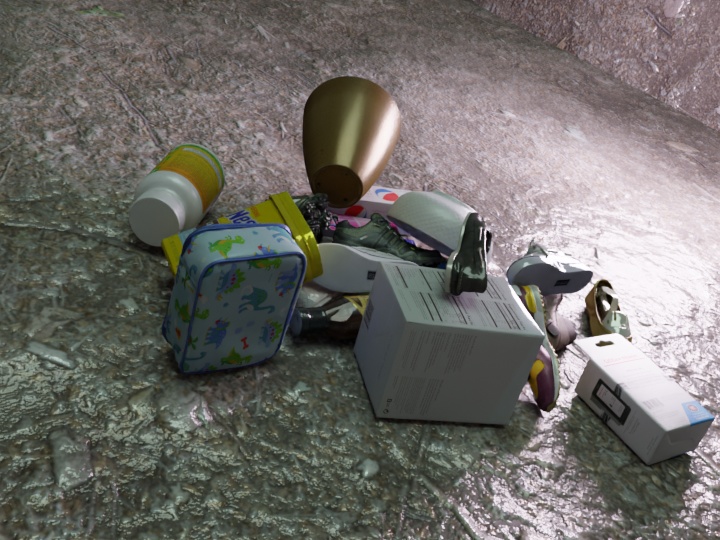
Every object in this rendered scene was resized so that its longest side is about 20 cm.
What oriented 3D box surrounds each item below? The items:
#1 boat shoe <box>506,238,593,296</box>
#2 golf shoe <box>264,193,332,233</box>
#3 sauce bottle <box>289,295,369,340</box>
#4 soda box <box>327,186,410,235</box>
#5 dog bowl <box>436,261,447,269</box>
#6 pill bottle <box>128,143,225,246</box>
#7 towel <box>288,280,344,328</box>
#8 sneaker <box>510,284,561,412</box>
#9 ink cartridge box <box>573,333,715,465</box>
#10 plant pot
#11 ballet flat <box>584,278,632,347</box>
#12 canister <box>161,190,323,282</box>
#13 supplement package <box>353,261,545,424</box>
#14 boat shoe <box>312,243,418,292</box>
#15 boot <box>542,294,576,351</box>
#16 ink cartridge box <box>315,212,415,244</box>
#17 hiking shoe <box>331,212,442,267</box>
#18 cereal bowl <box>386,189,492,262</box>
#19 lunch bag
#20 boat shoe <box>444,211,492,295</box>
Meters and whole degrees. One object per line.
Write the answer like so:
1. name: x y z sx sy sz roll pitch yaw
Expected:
1. boat shoe: 0.296 -0.012 1.301 0.200 0.075 0.086 -1 41 -39
2. golf shoe: -0.141 -0.078 1.287 0.198 0.079 0.094 -16 19 -42
3. sauce bottle: -0.007 0.069 1.164 0.197 0.067 0.066 -2 35 -32
4. soda box: 0.011 -0.118 1.484 0.197 0.064 0.068 6 32 -20
5. dog bowl: 0.155 0.053 1.290 0.110 0.050 0.200 25 31 13
6. pill bottle: -0.297 -0.121 1.278 0.109 0.112 0.201 17 30 0
7. towel: -0.128 0.001 1.248 0.198 0.033 0.191 28 31 16
8. sneaker: 0.236 0.117 1.177 0.088 0.075 0.203 -3 57 -6
9. ink cartridge box: 0.406 0.185 1.184 0.114 0.069 0.200 -4 36 -32
10. plant pot: -0.028 -0.207 1.400 0.183 0.188 0.202 15 45 -4
11. ballet flat: 0.431 0.082 1.373 0.067 0.064 0.201 12 31 -8
12. canister: -0.171 -0.020 1.135 0.197 0.087 0.149 -22 47 -14
13. supplement package: 0.114 0.100 1.086 0.197 0.154 0.151 7 29 -18
14. boat shoe: 0.000 0.000 1.242 0.197 0.075 0.065 15 7 -14
15. boot: 0.275 0.053 1.313 0.145 0.071 0.201 9 38 -38
16. ink cartridge box: 0.017 -0.056 1.417 0.197 0.038 0.095 10 30 -16
17. hiking shoe: 0.046 -0.050 1.337 0.197 0.076 0.102 6 72 -15
18. cereal bowl: 0.148 -0.081 1.385 0.198 0.084 0.200 30 -2 1
19. lunch bag: -0.158 0.036 1.004 0.159 0.202 0.083 -7 44 -33
20. boat shoe: 0.159 -0.021 1.093 0.056 0.068 0.200 10 30 13
